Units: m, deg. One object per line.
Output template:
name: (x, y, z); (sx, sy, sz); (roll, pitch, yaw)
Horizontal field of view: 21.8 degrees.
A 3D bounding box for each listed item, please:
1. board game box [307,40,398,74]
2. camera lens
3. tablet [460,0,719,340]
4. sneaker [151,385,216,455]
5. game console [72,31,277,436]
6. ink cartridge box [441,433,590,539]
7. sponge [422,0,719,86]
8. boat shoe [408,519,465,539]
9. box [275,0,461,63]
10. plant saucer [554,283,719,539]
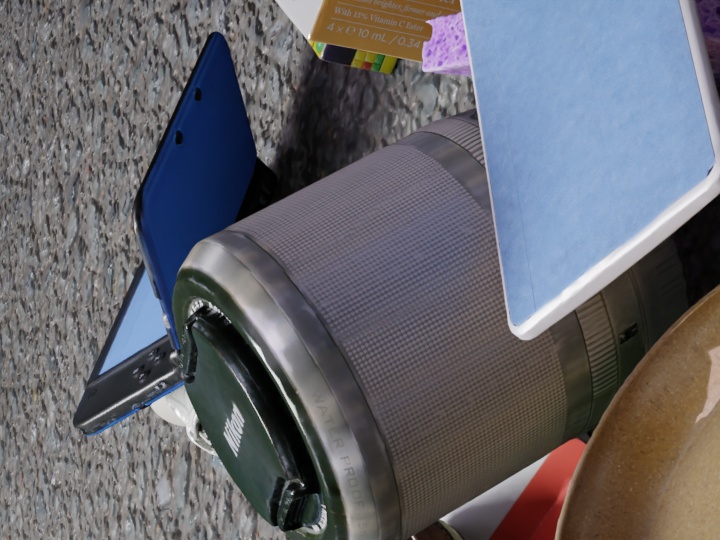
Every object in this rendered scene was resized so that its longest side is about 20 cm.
board game box: (0.005, -0.249, 1.143); (0.165, 0.056, 0.201); (56, 131, 48)
camera lens: (0.027, 0.025, 0.849); (0.160, 0.199, 0.160); (50, 157, 30)
tablet: (0.091, -0.084, 0.761); (0.130, 0.014, 0.201); (-42, 42, 42)
sneaker: (-0.092, 0.081, 1.197); (0.200, 0.075, 0.081); (-21, 42, 59)
game console: (-0.132, -0.023, 1.185); (0.170, 0.118, 0.200); (-30, 27, 33)
ink cartridge box: (0.057, 0.120, 0.974); (0.163, 0.057, 0.200); (-60, 32, 33)
sponge: (0.126, -0.102, 0.840); (0.200, 0.111, 0.030); (2, 87, 60)
boat shoe: (-0.028, 0.201, 0.935); (0.075, 0.075, 0.203); (36, 89, 24)
box: (0.041, -0.221, 1.004); (0.098, 0.124, 0.201); (55, 130, 49)
plant saucer: (0.153, 0.078, 0.705); (0.200, 0.035, 0.201); (-45, 23, 25)
